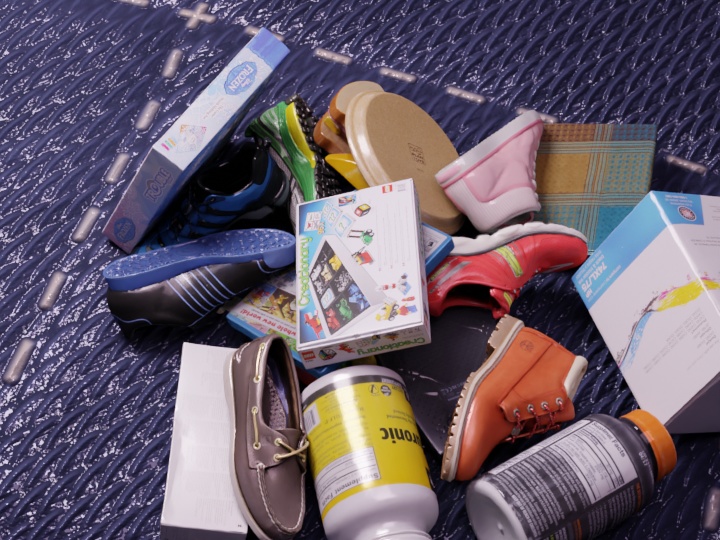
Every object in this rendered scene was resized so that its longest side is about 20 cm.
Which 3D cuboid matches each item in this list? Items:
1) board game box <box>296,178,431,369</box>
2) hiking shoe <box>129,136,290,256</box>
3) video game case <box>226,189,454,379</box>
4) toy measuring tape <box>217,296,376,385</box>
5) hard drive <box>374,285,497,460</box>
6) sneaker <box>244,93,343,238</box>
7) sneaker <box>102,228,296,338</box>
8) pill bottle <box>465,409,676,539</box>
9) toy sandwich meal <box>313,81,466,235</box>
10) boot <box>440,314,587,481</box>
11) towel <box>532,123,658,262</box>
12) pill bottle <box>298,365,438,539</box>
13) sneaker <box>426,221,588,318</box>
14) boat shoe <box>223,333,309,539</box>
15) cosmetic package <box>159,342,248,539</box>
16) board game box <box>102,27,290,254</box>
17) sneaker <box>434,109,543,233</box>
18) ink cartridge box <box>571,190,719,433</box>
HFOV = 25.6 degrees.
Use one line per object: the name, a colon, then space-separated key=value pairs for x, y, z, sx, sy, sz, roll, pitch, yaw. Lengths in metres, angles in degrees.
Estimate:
board game box: x=0.000 y=0.000 z=1.563 sx=0.126 sy=0.035 sz=0.200 roll=-12 pitch=46 yaw=11
hiking shoe: x=-0.169 y=-0.063 z=1.652 sx=0.200 sy=0.087 sz=0.074 roll=-39 pitch=56 yaw=-9
video game case: x=-0.020 y=0.011 z=1.599 sx=0.143 sy=0.018 sz=0.200 roll=28 pitch=63 yaw=37
toy measuring tape: x=-0.064 y=0.076 z=1.618 sx=0.199 sy=0.074 sz=0.074 roll=18 pitch=50 yaw=33
hard drive: x=0.086 y=0.096 z=1.624 sx=0.134 sy=0.042 sz=0.200 roll=-18 pitch=58 yaw=-20
sneaker: x=-0.070 y=-0.089 z=1.728 sx=0.085 sy=0.078 sz=0.201 roll=-25 pitch=63 yaw=18
sneaker: x=-0.159 y=0.013 z=1.614 sx=0.199 sy=0.078 sz=0.070 roll=-11 pitch=26 yaw=-3
pill bottle: x=0.208 y=0.206 z=1.525 sx=0.200 sy=0.106 sz=0.106 roll=-25 pitch=62 yaw=-24
toy sandwich meal: x=0.034 y=-0.114 z=1.738 sx=0.205 sy=0.070 sz=0.206 roll=32 pitch=40 yaw=-31
boot: x=0.149 y=0.135 z=1.530 sx=0.107 sy=0.075 sz=0.200 roll=25 pitch=53 yaw=12
towel: x=0.251 y=-0.088 z=1.769 sx=0.146 sy=0.022 sz=0.200 roll=3 pitch=51 yaw=17
pill bottle: x=0.011 y=0.200 z=1.498 sx=0.111 sy=0.111 sz=0.201 roll=-7 pitch=57 yaw=-13
sneaker: x=0.147 y=0.009 z=1.643 sx=0.199 sy=0.077 sz=0.085 roll=-11 pitch=59 yaw=-14
boat shoe: x=-0.082 y=0.157 z=1.491 sx=0.072 sy=0.059 sz=0.201 roll=15 pitch=55 yaw=-41
cosmetic package: x=-0.143 y=0.170 z=1.533 sx=0.082 sy=0.051 sz=0.201 roll=7 pitch=54 yaw=-4
board game box: x=-0.173 y=-0.133 z=1.653 sx=0.043 sy=0.200 sz=0.199 roll=40 pitch=57 yaw=-3
sneaker: x=0.164 y=-0.102 z=1.758 sx=0.105 sy=0.075 sz=0.200 roll=53 pitch=39 yaw=0
ink cartridge box: x=0.345 y=0.044 z=1.610 sx=0.146 sy=0.146 sz=0.200 roll=3 pitch=50 yaw=-37
